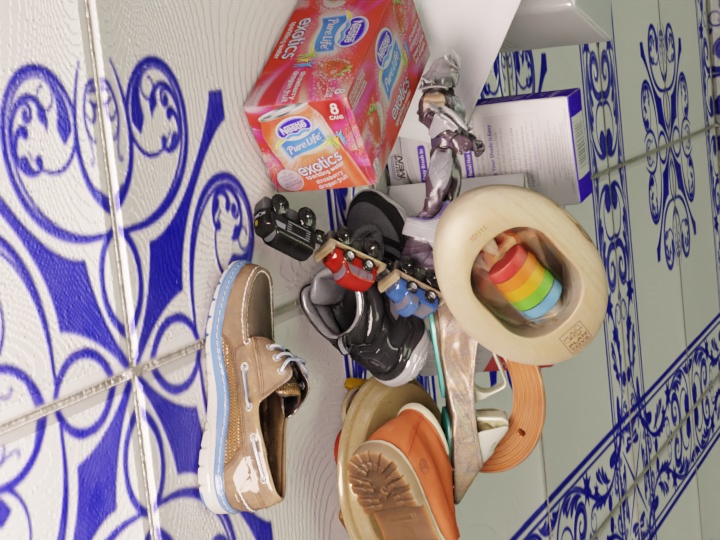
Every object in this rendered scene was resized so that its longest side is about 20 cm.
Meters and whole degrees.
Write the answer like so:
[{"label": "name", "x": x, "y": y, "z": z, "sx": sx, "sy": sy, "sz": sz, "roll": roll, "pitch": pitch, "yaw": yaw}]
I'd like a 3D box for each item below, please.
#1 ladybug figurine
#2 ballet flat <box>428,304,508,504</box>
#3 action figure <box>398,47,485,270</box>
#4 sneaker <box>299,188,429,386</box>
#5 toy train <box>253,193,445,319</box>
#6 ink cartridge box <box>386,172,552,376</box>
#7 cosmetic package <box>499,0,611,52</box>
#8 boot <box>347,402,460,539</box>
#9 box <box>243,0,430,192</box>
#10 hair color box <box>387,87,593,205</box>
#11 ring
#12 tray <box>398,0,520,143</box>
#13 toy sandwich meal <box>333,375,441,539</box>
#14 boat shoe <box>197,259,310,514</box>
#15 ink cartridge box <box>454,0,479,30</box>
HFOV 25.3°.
[{"label": "ladybug figurine", "x": 0.137, "y": 0.001, "z": 1.404, "sx": 0.200, "sy": 0.136, "sz": 0.072, "roll": 47, "pitch": 3, "yaw": -29}, {"label": "ballet flat", "x": 0.103, "y": 0.122, "z": 1.475, "sx": 0.068, "sy": 0.066, "sz": 0.202, "roll": -96, "pitch": 180, "yaw": -70}, {"label": "action figure", "x": 0.079, "y": -0.101, "z": 1.455, "sx": 0.130, "sy": 0.069, "sz": 0.202, "roll": -4, "pitch": 96, "yaw": -71}, {"label": "sneaker", "x": 0.000, "y": 0.000, "z": 1.455, "sx": 0.113, "sy": 0.075, "sz": 0.202, "roll": 26, "pitch": 46, "yaw": -46}, {"label": "toy train", "x": -0.005, "y": -0.006, "z": 1.371, "sx": 0.199, "sy": 0.034, "sz": 0.046, "roll": 25, "pitch": 51, "yaw": -24}, {"label": "ink cartridge box", "x": 0.111, "y": 0.006, "z": 1.604, "sx": 0.083, "sy": 0.145, "sz": 0.201, "roll": -81, "pitch": 162, "yaw": -44}, {"label": "cosmetic package", "x": 0.153, "y": -0.331, "z": 1.711, "sx": 0.166, "sy": 0.198, "sz": 0.169, "roll": 13, "pitch": 76, "yaw": -67}, {"label": "boot", "x": 0.063, "y": 0.218, "z": 1.437, "sx": 0.107, "sy": 0.074, "sz": 0.202, "roll": -49, "pitch": 125, "yaw": -53}, {"label": "box", "x": -0.016, "y": -0.168, "z": 1.408, "sx": 0.201, "sy": 0.099, "sz": 0.096, "roll": -68, "pitch": 147, "yaw": -45}, {"label": "hair color box", "x": 0.127, "y": -0.117, "z": 1.617, "sx": 0.065, "sy": 0.198, "sz": 0.111, "roll": -36, "pitch": 120, "yaw": -66}, {"label": "ring", "x": 0.098, "y": 0.098, "z": 1.529, "sx": 0.019, "sy": 0.199, "sz": 0.202, "roll": -26, "pitch": 113, "yaw": -42}, {"label": "tray", "x": 0.075, "y": -0.209, "z": 1.525, "sx": 0.022, "sy": 0.106, "sz": 0.201, "roll": -96, "pitch": -158, "yaw": -48}, {"label": "toy sandwich meal", "x": 0.020, "y": 0.190, "z": 1.500, "sx": 0.204, "sy": 0.070, "sz": 0.208, "roll": 10, "pitch": 78, "yaw": -55}, {"label": "boat shoe", "x": -0.078, "y": 0.090, "z": 1.259, "sx": 0.072, "sy": 0.072, "sz": 0.202, "roll": 28, "pitch": 61, "yaw": -64}, {"label": "ink cartridge box", "x": 0.038, "y": -0.338, "z": 1.526, "sx": 0.126, "sy": 0.127, "sz": 0.201, "roll": -72, "pitch": 150, "yaw": -41}]
